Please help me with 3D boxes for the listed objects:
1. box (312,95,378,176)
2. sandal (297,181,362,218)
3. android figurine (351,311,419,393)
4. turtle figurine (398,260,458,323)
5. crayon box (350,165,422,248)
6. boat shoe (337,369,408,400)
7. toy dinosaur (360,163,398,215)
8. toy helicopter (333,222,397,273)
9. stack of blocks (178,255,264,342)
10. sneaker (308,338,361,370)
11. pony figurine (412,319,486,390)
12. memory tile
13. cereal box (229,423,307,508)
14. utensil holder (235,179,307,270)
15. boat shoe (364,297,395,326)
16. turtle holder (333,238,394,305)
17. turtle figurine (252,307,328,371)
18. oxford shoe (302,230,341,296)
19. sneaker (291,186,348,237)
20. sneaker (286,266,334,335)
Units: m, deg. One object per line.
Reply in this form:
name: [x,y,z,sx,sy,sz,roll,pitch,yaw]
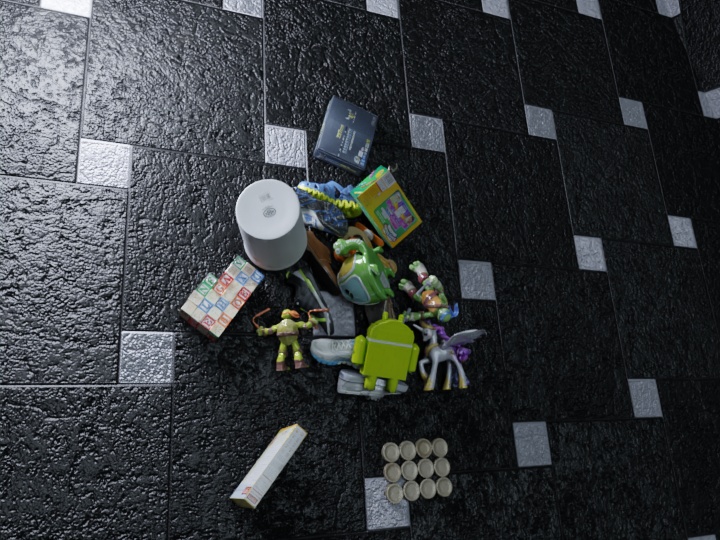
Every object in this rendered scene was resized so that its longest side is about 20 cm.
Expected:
box: [-0.042,-0.401,1.871,0.156,0.051,0.203,22,65,-15]
sandal: [-0.087,-0.215,1.777,0.198,0.079,0.088,16,63,-28]
android figurine: [0.067,0.208,1.602,0.179,0.041,0.203,9,92,-19]
turtle figurine: [0.155,0.064,1.707,0.197,0.146,0.195,-12,37,-16]
crayon box: [0.074,-0.177,1.772,0.118,0.058,0.201,-40,120,-5]
boat shoe: [0.029,0.308,1.654,0.197,0.074,0.066,14,95,-18]
toy dinosaur: [0.046,-0.261,1.843,0.077,0.102,0.202,36,53,-16]
toy helicopter: [0.026,-0.055,1.782,0.199,0.079,0.134,34,52,-22]
stack of blocks: [-0.346,0.061,1.569,0.115,0.059,0.201,38,61,-7]
sneaker: [-0.035,0.202,1.630,0.197,0.087,0.076,12,41,-16]
pony figurine: [0.243,0.225,1.732,0.190,0.167,0.203,-2,76,-8]
memory tile: [0.149,0.524,1.653,0.197,0.017,0.156,2,72,-23]
cereal box: [-0.212,0.451,1.445,0.039,0.144,0.201,41,62,-6]
utensil holder: [-0.222,-0.111,1.578,0.167,0.200,0.173,1,71,-2]
boat shoe: [0.060,0.125,1.730,0.072,0.075,0.203,35,46,-47]
turtle holder: [0.002,0.011,1.660,0.186,0.130,0.142,48,28,-47]
turtle figurine: [-0.171,0.166,1.583,0.197,0.064,0.164,-7,82,-4]
oxford shoe: [-0.101,-0.024,1.704,0.071,0.071,0.201,-30,85,-33]
sneaker: [-0.121,-0.152,1.722,0.199,0.077,0.076,33,55,-1]
sneaker: [-0.136,0.089,1.662,0.082,0.072,0.202,-26,82,-4]
